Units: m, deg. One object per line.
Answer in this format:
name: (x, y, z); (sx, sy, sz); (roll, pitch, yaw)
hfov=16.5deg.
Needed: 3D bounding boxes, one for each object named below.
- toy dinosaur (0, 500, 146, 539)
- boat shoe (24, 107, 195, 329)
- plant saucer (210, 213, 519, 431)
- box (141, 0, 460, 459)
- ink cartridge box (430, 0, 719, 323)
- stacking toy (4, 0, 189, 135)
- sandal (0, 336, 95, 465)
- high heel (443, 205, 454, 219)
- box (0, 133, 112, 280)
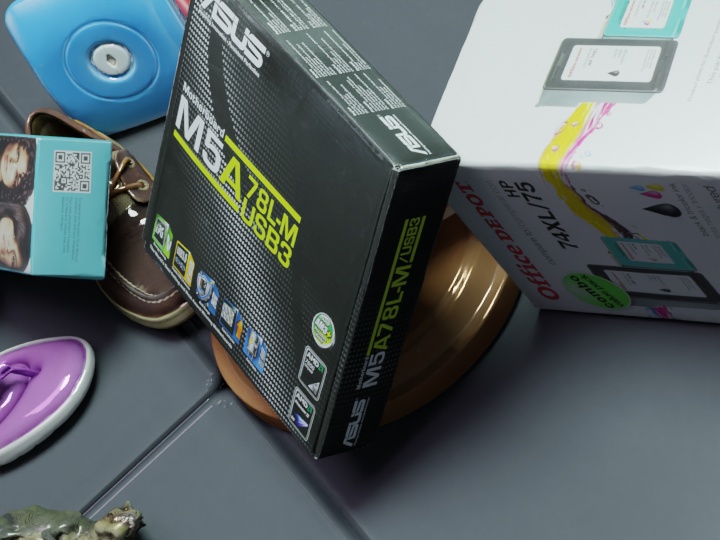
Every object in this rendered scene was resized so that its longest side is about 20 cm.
toy dinosaur: (-0.206, 0.163, 1.415); (0.200, 0.048, 0.088); (2, 44, 36)
boat shoe: (-0.153, -0.038, 1.514); (0.072, 0.072, 0.200); (-40, 44, 2)
plant saucer: (0.000, 0.000, 1.408); (0.200, 0.032, 0.201); (-19, 49, 23)
box: (-0.038, -0.036, 1.315); (0.047, 0.194, 0.200); (-14, 46, -32)
ink cartridge box: (0.163, -0.071, 1.267); (0.200, 0.147, 0.146); (4, 60, 37)
stacking toy: (-0.148, -0.193, 1.627); (0.110, 0.116, 0.200); (-20, 34, 20)
sandal: (-0.254, 0.085, 1.504); (0.202, 0.050, 0.083); (-20, 48, 21)
high heel: (-0.009, -0.073, 1.402); (0.200, 0.067, 0.096); (-7, 63, 47)
box: (-0.218, -0.043, 1.516); (0.200, 0.049, 0.083); (8, 95, 58)
